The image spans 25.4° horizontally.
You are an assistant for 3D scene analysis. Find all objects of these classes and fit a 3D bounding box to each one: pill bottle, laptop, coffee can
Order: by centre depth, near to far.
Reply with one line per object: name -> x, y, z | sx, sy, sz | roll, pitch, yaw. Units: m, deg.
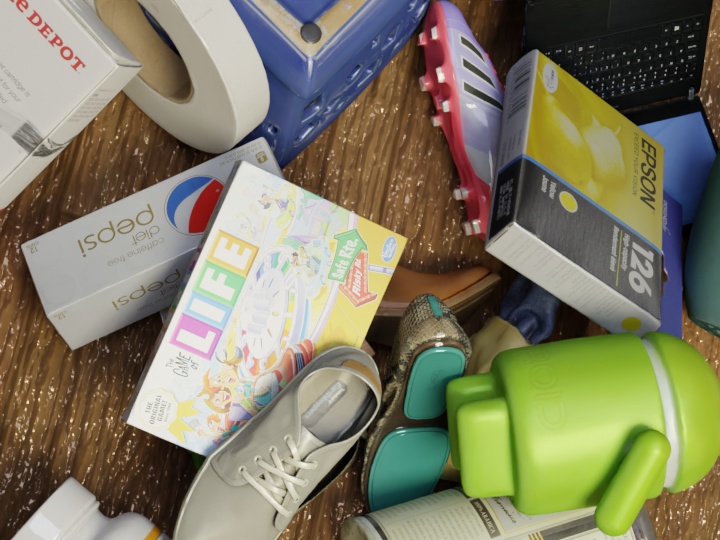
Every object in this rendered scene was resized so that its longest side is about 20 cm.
pill bottle -> -0.159, 0.244, 1.131 | 0.200, 0.111, 0.111 | 42, 71, 0
coffee can -> 0.102, 0.225, 1.179 | 0.199, 0.146, 0.147 | -14, 80, -16
laptop -> 0.229, -0.130, 1.318 | 0.176, 0.201, 0.103 | -14, 40, -17

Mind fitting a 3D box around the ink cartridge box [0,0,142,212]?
ink cartridge box -> -0.281, -0.133, 1.170 | 0.200, 0.083, 0.147 | -43, 89, 8

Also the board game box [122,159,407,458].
board game box -> -0.067, 0.040, 1.139 | 0.134, 0.034, 0.201 | 24, 87, -13

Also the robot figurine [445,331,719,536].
robot figurine -> 0.162, 0.105, 1.113 | 0.199, 0.176, 0.116 | -8, 107, -5

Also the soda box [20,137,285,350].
soda box -> -0.144, -0.020, 1.193 | 0.199, 0.064, 0.068 | -25, 62, -3

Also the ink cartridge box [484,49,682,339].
ink cartridge box -> 0.189, -0.045, 1.227 | 0.199, 0.047, 0.198 | 31, 43, -20

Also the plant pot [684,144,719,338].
plant pot -> 0.350, -0.007, 1.274 | 0.200, 0.201, 0.162 | 27, 89, -6

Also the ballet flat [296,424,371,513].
ballet flat -> -0.047, 0.151, 1.195 | 0.200, 0.046, 0.068 | -37, 115, -29

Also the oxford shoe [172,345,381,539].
oxford shoe -> -0.057, 0.134, 1.100 | 0.075, 0.058, 0.200 | 42, 84, -13

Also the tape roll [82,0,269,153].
tape roll -> -0.148, -0.176, 1.177 | 0.037, 0.203, 0.203 | -42, 88, -22

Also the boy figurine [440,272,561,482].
boy figurine -> 0.115, 0.076, 1.237 | 0.064, 0.124, 0.201 | 26, 88, -20

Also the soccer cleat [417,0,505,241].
soccer cleat -> 0.100, -0.123, 1.297 | 0.076, 0.067, 0.201 | -15, 93, -12

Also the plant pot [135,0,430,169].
plant pot -> -0.060, -0.226, 1.236 | 0.200, 0.180, 0.200 | 44, 72, 0

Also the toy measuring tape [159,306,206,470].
toy measuring tape -> -0.128, 0.066, 1.205 | 0.073, 0.074, 0.201 | -13, 80, -16

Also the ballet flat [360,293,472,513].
ballet flat -> 0.039, 0.098, 1.190 | 0.067, 0.201, 0.076 | 1, 41, -14

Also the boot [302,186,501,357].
boot -> 0.000, 0.000, 1.258 | 0.199, 0.077, 0.156 | -27, 67, -26
